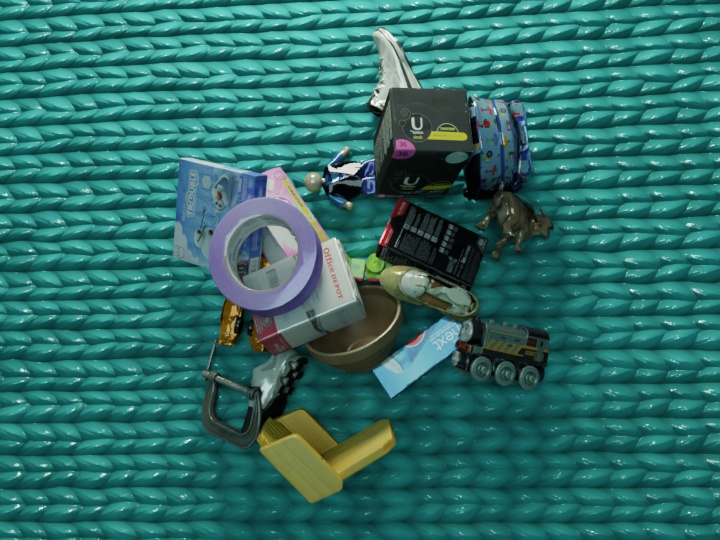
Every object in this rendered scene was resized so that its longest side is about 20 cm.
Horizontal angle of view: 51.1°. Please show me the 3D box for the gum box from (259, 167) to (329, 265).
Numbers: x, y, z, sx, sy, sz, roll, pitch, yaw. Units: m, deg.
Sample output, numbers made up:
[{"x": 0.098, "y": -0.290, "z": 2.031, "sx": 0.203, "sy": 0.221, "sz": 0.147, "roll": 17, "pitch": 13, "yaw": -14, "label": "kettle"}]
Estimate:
[{"x": -0.166, "y": -0.105, "z": 1.501, "sx": 0.113, "sy": 0.066, "sz": 0.202, "roll": -26, "pitch": 75, "yaw": -39, "label": "gum box"}]

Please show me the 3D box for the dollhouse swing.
[{"x": -0.059, "y": 0.293, "z": 1.366, "sx": 0.182, "sy": 0.200, "sz": 0.176, "roll": 45, "pitch": 93, "yaw": -2, "label": "dollhouse swing"}]

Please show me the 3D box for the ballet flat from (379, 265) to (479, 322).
[{"x": 0.132, "y": 0.038, "z": 1.398, "sx": 0.197, "sy": 0.071, "sz": 0.072, "roll": 23, "pitch": 83, "yaw": -3, "label": "ballet flat"}]

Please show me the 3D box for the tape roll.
[{"x": -0.168, "y": -0.024, "z": 1.344, "sx": 0.195, "sy": 0.066, "sz": 0.205, "roll": -2, "pitch": 78, "yaw": 9, "label": "tape roll"}]

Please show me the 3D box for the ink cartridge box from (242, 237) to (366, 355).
[{"x": -0.103, "y": 0.048, "z": 1.404, "sx": 0.197, "sy": 0.085, "sz": 0.148, "roll": -23, "pitch": 60, "yaw": 5, "label": "ink cartridge box"}]

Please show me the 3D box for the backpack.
[{"x": 0.256, "y": -0.244, "z": 1.441, "sx": 0.131, "sy": 0.200, "sz": 0.187, "roll": -6, "pitch": 79, "yaw": 5, "label": "backpack"}]

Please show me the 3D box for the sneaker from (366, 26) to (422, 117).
[{"x": 0.049, "y": -0.396, "z": 1.552, "sx": 0.114, "sy": 0.076, "sz": 0.203, "roll": -28, "pitch": 81, "yaw": -1, "label": "sneaker"}]

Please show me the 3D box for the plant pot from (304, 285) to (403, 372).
[{"x": -0.003, "y": 0.126, "z": 1.439, "sx": 0.197, "sy": 0.202, "sz": 0.094, "roll": -23, "pitch": 122, "yaw": 2, "label": "plant pot"}]

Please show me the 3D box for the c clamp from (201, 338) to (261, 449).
[{"x": -0.253, "y": 0.245, "z": 1.457, "sx": 0.198, "sy": 0.027, "sz": 0.174, "roll": 19, "pitch": 93, "yaw": 40, "label": "c clamp"}]

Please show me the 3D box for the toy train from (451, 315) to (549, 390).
[{"x": 0.263, "y": 0.153, "z": 1.407, "sx": 0.196, "sy": 0.085, "sz": 0.116, "roll": 13, "pitch": 89, "yaw": -20, "label": "toy train"}]

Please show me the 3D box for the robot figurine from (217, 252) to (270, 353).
[{"x": -0.217, "y": 0.056, "z": 1.508, "sx": 0.142, "sy": 0.058, "sz": 0.204, "roll": 10, "pitch": 80, "yaw": 9, "label": "robot figurine"}]

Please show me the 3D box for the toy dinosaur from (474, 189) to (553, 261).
[{"x": 0.289, "y": -0.107, "z": 1.440, "sx": 0.085, "sy": 0.200, "sz": 0.137, "roll": 7, "pitch": 61, "yaw": 38, "label": "toy dinosaur"}]

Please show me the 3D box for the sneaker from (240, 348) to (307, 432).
[{"x": -0.187, "y": 0.236, "z": 1.478, "sx": 0.088, "sy": 0.074, "sz": 0.202, "roll": 29, "pitch": 85, "yaw": 28, "label": "sneaker"}]

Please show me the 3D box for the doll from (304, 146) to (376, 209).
[{"x": -0.018, "y": -0.192, "z": 1.537, "sx": 0.195, "sy": 0.049, "sz": 0.139, "roll": -9, "pitch": 73, "yaw": 2, "label": "doll"}]

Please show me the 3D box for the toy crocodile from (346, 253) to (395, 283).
[{"x": 0.000, "y": 0.000, "z": 1.494, "sx": 0.195, "sy": 0.068, "sz": 0.063, "roll": 4, "pitch": 81, "yaw": 9, "label": "toy crocodile"}]

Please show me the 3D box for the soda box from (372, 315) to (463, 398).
[{"x": 0.120, "y": 0.162, "z": 1.455, "sx": 0.198, "sy": 0.064, "sz": 0.068, "roll": -36, "pitch": 79, "yaw": -2, "label": "soda box"}]

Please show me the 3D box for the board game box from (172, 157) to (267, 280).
[{"x": -0.277, "y": -0.103, "z": 1.470, "sx": 0.196, "sy": 0.043, "sz": 0.204, "roll": 15, "pitch": 106, "yaw": 30, "label": "board game box"}]

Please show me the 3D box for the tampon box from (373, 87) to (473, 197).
[{"x": 0.111, "y": -0.235, "z": 1.418, "sx": 0.146, "sy": 0.200, "sz": 0.129, "roll": -1, "pitch": 72, "yaw": -9, "label": "tampon box"}]

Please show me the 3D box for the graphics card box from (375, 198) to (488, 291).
[{"x": 0.139, "y": -0.045, "z": 1.462, "sx": 0.197, "sy": 0.051, "sz": 0.127, "roll": 24, "pitch": 57, "yaw": 3, "label": "graphics card box"}]
